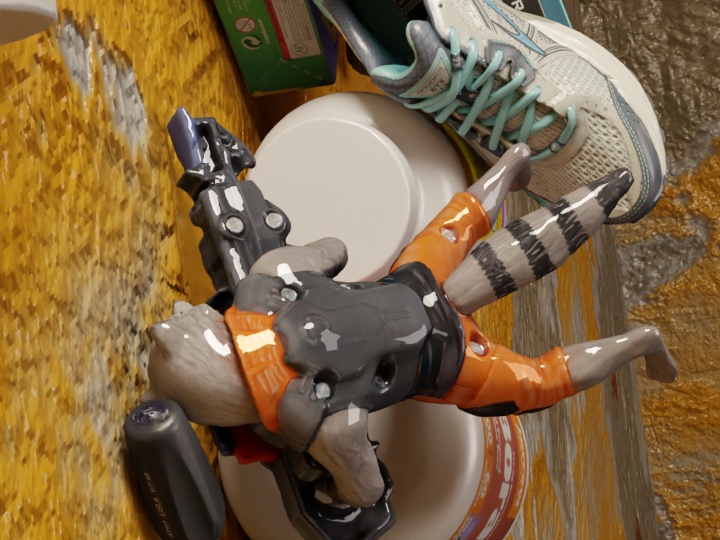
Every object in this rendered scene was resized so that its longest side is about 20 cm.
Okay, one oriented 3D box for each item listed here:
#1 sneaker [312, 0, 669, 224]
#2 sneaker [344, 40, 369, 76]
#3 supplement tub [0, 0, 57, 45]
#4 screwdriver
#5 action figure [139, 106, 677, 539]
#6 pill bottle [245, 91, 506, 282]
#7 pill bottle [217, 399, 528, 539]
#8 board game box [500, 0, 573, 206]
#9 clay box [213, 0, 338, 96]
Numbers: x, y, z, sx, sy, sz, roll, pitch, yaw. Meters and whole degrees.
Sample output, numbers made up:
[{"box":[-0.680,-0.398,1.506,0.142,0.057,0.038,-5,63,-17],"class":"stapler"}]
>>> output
[{"box":[0.044,-0.084,0.927,0.200,0.078,0.086,41,31,3],"class":"sneaker"},{"box":[0.010,-0.201,1.258,0.096,0.078,0.201,107,-15,-60],"class":"sneaker"},{"box":[-0.122,-0.131,0.341,0.144,0.143,0.202,-20,103,-78],"class":"supplement tub"},{"box":[-0.047,0.127,0.813,0.028,0.029,0.201,-82,156,-52],"class":"screwdriver"},{"box":[0.000,0.000,0.813,0.201,0.192,0.105,62,-25,16],"class":"action figure"},{"box":[0.006,-0.029,0.998,0.200,0.103,0.105,1,82,-79],"class":"pill bottle"},{"box":[0.015,0.084,0.952,0.200,0.111,0.113,33,51,-75],"class":"pill bottle"},{"box":[0.056,-0.142,1.038,0.151,0.047,0.201,-123,-170,-77],"class":"board game box"},{"box":[-0.041,-0.196,1.016,0.115,0.047,0.201,70,18,-49],"class":"clay box"}]
